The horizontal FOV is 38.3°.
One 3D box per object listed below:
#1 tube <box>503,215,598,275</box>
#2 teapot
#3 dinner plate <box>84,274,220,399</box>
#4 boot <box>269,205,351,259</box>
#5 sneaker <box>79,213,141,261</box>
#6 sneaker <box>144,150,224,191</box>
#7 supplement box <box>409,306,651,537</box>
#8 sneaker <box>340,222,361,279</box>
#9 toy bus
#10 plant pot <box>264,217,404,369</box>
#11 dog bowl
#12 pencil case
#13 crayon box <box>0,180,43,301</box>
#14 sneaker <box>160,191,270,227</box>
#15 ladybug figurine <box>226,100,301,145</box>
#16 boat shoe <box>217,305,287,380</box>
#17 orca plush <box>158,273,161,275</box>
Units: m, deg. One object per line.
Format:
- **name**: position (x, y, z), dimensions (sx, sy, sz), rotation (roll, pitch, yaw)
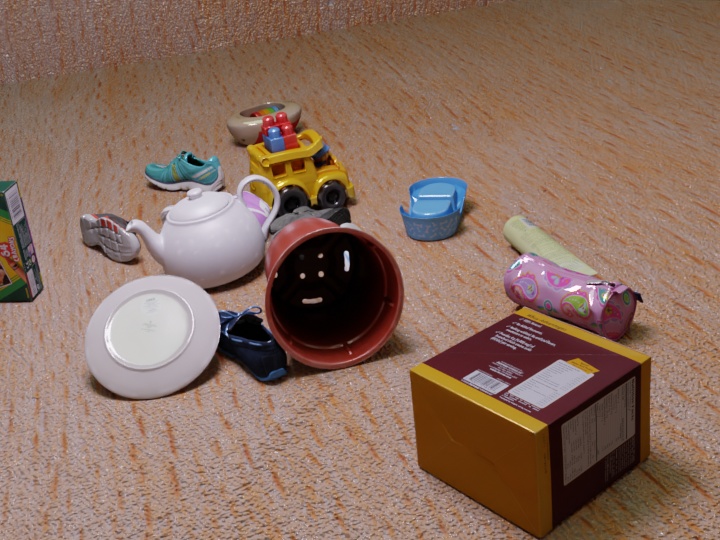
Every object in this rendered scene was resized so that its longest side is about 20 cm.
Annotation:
- **tube**: position (0.298, -0.028, 1.680), dimensions (0.058, 0.052, 0.200), rotation (-50, 33, 5)
- **teapot**: position (-0.258, -0.072, 1.766), dimensions (0.195, 0.148, 0.200), rotation (0, 28, 26)
- **dinner plate**: position (-0.299, 0.088, 1.482), dimensions (0.197, 0.024, 0.203), rotation (-2, 56, 2)
- **boot**: position (-0.119, -0.066, 1.857), dimensions (0.129, 0.069, 0.199), rotation (5, 21, 40)
- **sneaker**: position (-0.449, -0.075, 1.929), dimensions (0.081, 0.078, 0.199), rotation (-17, 27, -36)
- **sneaker**: position (-0.372, -0.216, 2.201), dimensions (0.197, 0.081, 0.078), rotation (5, 27, 26)
- **supplement box**: position (0.195, 0.163, 1.189), dimensions (0.198, 0.135, 0.196), rotation (-24, 30, -33)
- **sneaker**: position (0.000, 0.000, 1.685), dimensions (0.071, 0.073, 0.201), rotation (13, 28, -29)
- **toy bus**: position (-0.121, -0.210, 1.994), dimensions (0.197, 0.195, 0.136), rotation (-14, 24, -19)
- **plant pot**: position (-0.055, 0.015, 1.519), dimensions (0.198, 0.204, 0.195), rotation (-11, 17, -10)
- **dog bowl**: position (0.136, -0.112, 1.891), dimensions (0.110, 0.050, 0.201), rotation (0, 26, 14)
- **pencil case**: position (0.303, 0.033, 1.499), dimensions (0.087, 0.089, 0.199), rotation (-24, 29, -33)
- **crayon box**: position (-0.648, -0.047, 1.762), dimensions (0.170, 0.203, 0.058), rotation (-2, 25, 10)
- **sneaker**: position (-0.264, -0.104, 1.928), dimensions (0.197, 0.073, 0.115), rotation (10, 42, 9)
- **ladybug figurine**: position (-0.222, -0.348, 2.451), dimensions (0.198, 0.073, 0.135), rotation (-22, 30, -29)
- **boat shoe**: position (-0.159, 0.089, 1.509), dimensions (0.083, 0.070, 0.199), rotation (-23, 29, -31)
- **orca plush**: position (-0.310, 0.091, 1.582), dimensions (0.106, 0.071, 0.200), rotation (-51, 18, 11)
